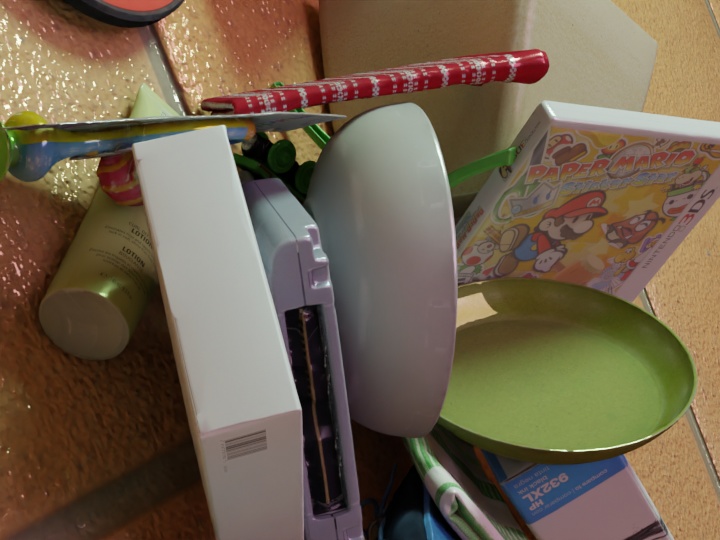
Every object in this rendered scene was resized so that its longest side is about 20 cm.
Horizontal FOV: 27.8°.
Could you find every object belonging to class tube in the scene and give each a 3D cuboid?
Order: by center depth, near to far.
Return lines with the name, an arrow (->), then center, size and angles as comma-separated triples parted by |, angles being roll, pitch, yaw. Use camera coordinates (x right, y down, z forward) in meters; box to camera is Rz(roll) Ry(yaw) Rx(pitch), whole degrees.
tube -> -0.128, -0.033, 0.839 | 0.200, 0.052, 0.058 | -72, 162, -51

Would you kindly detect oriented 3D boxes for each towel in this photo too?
towel -> 0.006, -0.114, 0.920 | 0.145, 0.199, 0.023 | -158, -122, -75
towel -> 0.063, 0.127, 0.974 | 0.153, 0.023, 0.200 | 49, 9, -34

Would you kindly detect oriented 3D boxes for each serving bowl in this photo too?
serving bowl -> 0.000, 0.000, 0.868 | 0.065, 0.200, 0.201 | -1, 66, -13

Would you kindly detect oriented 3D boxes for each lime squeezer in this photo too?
lime squeezer -> 0.013, -0.073, 1.002 | 0.038, 0.199, 0.071 | -42, 139, -38

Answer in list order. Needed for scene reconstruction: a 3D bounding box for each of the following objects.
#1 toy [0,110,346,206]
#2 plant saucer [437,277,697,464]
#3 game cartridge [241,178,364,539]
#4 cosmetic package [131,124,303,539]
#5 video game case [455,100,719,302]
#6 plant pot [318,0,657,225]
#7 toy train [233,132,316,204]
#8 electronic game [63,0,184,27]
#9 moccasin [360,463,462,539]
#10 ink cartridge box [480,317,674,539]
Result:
toy -> -0.116, -0.059, 0.781 | 0.199, 0.115, 0.047 | -3, 91, -45
plant saucer -> 0.119, 0.068, 0.954 | 0.200, 0.199, 0.031 | -53, 151, -55
game cartridge -> -0.038, 0.055, 0.827 | 0.133, 0.041, 0.201 | -121, -157, -68
cosmetic package -> -0.069, 0.046, 0.732 | 0.200, 0.051, 0.151 | 94, -21, -63
video game case -> 0.163, -0.040, 1.033 | 0.199, 0.182, 0.023 | 2, 47, -33
plant pot -> 0.093, -0.112, 1.107 | 0.200, 0.199, 0.178 | 25, 65, -49
toy train -> -0.023, -0.029, 0.992 | 0.200, 0.042, 0.057 | 36, 81, -45
electronic game -> -0.172, -0.246, 0.903 | 0.200, 0.041, 0.201 | 36, 43, -43
moccasin -> 0.030, 0.170, 0.932 | 0.081, 0.068, 0.200 | 56, 8, 3
ink cartridge box -> 0.152, 0.151, 1.054 | 0.200, 0.084, 0.145 | 56, 3, -34
